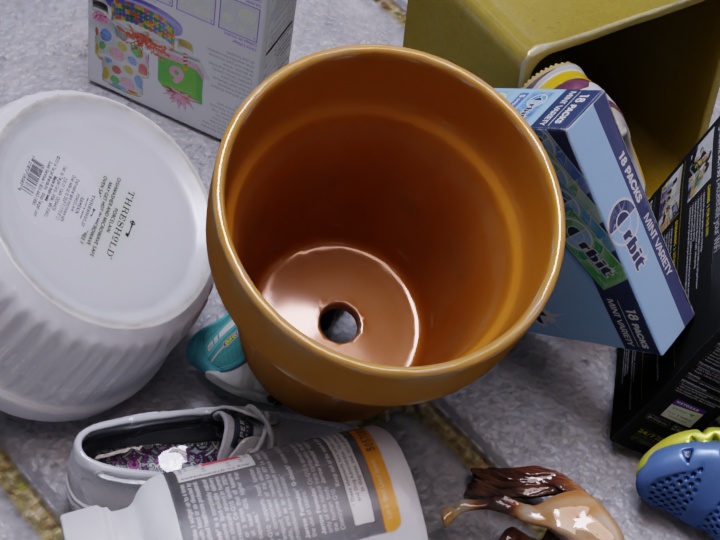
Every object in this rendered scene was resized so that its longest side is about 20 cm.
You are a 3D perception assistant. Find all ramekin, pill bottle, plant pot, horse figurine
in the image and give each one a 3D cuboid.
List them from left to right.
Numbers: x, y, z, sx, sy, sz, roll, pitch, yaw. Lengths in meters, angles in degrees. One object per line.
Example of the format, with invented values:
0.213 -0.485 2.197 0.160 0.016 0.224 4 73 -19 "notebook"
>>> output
-0.183 -0.016 0.978 0.198 0.105 0.202 18 57 -30 "ramekin"
-0.067 0.165 0.897 0.197 0.117 0.117 -11 55 -13 "pill bottle"
0.000 0.000 0.924 0.197 0.184 0.203 5 65 -10 "plant pot"
0.130 -0.162 1.152 0.194 0.196 0.200 -21 51 -24 "plant pot"
0.125 0.196 0.954 0.131 0.050 0.202 -10 57 -8 "horse figurine"

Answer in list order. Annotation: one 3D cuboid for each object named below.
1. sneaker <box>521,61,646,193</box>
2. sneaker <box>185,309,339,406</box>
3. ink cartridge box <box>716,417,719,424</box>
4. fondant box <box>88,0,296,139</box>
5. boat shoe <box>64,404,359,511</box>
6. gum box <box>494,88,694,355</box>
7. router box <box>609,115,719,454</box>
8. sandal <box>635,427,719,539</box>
0.149 -0.037 1.041 0.074 0.201 0.090 -26 45 -10 "sneaker"
-0.051 0.000 1.063 0.079 0.078 0.201 18 51 16 "sneaker"
0.334 0.024 1.057 0.085 0.146 0.200 40 56 5 "ink cartridge box"
-0.121 -0.197 1.118 0.143 0.201 0.058 24 50 10 "fondant box"
-0.084 0.114 0.968 0.197 0.069 0.073 1 51 -10 "boat shoe"
0.098 -0.035 0.995 0.199 0.171 0.045 9 44 48 "gum box"
0.230 0.007 1.050 0.051 0.150 0.202 21 50 -10 "router box"
0.269 0.165 0.988 0.198 0.080 0.088 18 55 6 "sandal"
